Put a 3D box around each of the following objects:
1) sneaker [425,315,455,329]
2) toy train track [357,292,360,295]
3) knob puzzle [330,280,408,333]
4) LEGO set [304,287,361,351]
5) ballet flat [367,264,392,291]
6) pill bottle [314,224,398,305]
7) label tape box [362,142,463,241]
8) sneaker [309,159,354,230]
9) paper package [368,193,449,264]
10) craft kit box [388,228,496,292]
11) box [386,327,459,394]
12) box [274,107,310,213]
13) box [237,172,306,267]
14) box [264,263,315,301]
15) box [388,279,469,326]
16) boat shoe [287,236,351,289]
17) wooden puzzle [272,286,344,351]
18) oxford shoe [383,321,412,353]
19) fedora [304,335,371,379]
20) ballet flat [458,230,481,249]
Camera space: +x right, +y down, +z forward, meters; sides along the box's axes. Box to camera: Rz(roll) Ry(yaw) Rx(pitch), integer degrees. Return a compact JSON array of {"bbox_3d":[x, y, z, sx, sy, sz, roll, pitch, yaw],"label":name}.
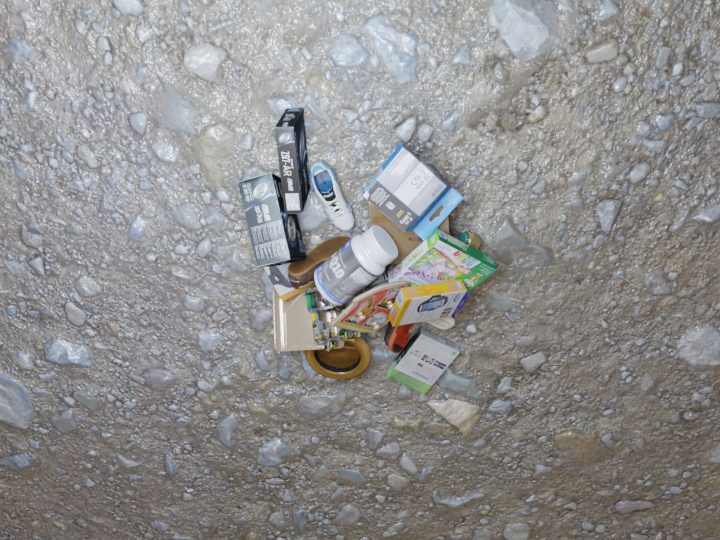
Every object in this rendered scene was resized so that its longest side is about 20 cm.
[{"bbox_3d":[0.179,0.087,1.437,0.199,0.085,0.075,30,142,-25],"label":"sneaker"},{"bbox_3d":[0.000,0.000,1.402,0.032,0.116,0.201,13,142,-1],"label":"toy train track"},{"bbox_3d":[0.050,0.099,1.327,0.217,0.031,0.221,-19,146,-13],"label":"knob puzzle"},{"bbox_3d":[-0.062,0.111,1.384,0.152,0.115,0.203,1,82,-32],"label":"LEGO set"},{"bbox_3d":[0.085,0.018,1.438,0.198,0.067,0.064,-27,90,15],"label":"ballet flat"},{"bbox_3d":[-0.010,-0.014,1.270,0.114,0.114,0.199,41,118,-21],"label":"pill bottle"},{"bbox_3d":[0.123,-0.171,1.200,0.199,0.066,0.143,39,109,-12],"label":"label tape box"},{"bbox_3d":[-0.074,-0.179,1.310,0.071,0.073,0.201,-21,119,12],"label":"sneaker"},{"bbox_3d":[0.125,-0.124,1.320,0.197,0.104,0.193,-6,119,5],"label":"paper package"},{"bbox_3d":[0.205,0.002,1.320,0.198,0.049,0.197,23,137,-26],"label":"craft kit box"},{"bbox_3d":[0.190,0.281,1.600,0.143,0.036,0.201,27,117,-14],"label":"box"},{"bbox_3d":[-0.155,-0.256,1.213,0.043,0.161,0.202,-1,120,3],"label":"box"},{"bbox_3d":[-0.208,-0.116,1.253,0.085,0.164,0.203,-13,89,8],"label":"box"},{"bbox_3d":[-0.202,-0.028,1.396,0.118,0.042,0.202,-26,120,-3],"label":"box"},{"bbox_3d":[0.178,0.081,1.318,0.197,0.042,0.120,-9,144,-23],"label":"box"},{"bbox_3d":[-0.103,-0.021,1.374,0.198,0.070,0.071,-28,139,-21],"label":"boat shoe"},{"bbox_3d":[-0.147,0.130,1.471,0.197,0.037,0.188,-3,83,1],"label":"wooden puzzle"},{"bbox_3d":[0.118,0.132,1.494,0.071,0.072,0.202,19,101,-36],"label":"oxford shoe"},{"bbox_3d":[-0.065,0.233,1.548,0.197,0.082,0.203,0,121,1],"label":"fedora"},{"bbox_3d":[0.259,-0.014,1.407,0.062,0.069,0.201,16,123,-27],"label":"ballet flat"}]
